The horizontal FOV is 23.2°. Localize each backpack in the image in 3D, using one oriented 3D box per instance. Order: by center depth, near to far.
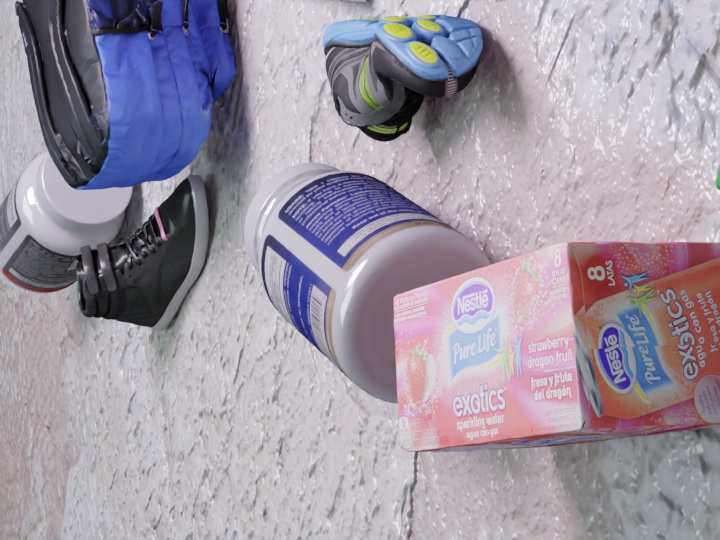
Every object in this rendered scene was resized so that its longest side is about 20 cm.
[{"bbox_3d":[-0.193,-0.175,1.508,0.162,0.167,0.201,144,118,-63],"label":"backpack"}]

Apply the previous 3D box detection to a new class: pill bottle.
[{"bbox_3d":[0.000,0.000,1.156,0.200,0.115,0.116,-141,55,-59],"label":"pill bottle"},{"bbox_3d":[-0.309,-0.058,1.817,0.200,0.115,0.117,143,122,-59],"label":"pill bottle"}]

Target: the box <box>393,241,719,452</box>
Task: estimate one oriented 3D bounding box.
[{"bbox_3d":[0.104,0.045,0.949,0.200,0.102,0.095,160,108,-64],"label":"box"}]

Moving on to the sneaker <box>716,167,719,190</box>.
[{"bbox_3d":[0.193,-0.064,0.792,0.083,0.074,0.201,6,96,61],"label":"sneaker"}]

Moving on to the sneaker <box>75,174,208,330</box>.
[{"bbox_3d":[-0.206,-0.014,1.615,0.200,0.099,0.071,120,143,-45],"label":"sneaker"}]

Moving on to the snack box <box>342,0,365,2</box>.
[{"bbox_3d":[-0.041,-0.253,1.348,0.200,0.024,0.072,-149,64,-62],"label":"snack box"}]

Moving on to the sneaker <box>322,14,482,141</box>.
[{"bbox_3d":[0.028,-0.127,1.160,0.199,0.070,0.083,-165,71,-69],"label":"sneaker"}]
